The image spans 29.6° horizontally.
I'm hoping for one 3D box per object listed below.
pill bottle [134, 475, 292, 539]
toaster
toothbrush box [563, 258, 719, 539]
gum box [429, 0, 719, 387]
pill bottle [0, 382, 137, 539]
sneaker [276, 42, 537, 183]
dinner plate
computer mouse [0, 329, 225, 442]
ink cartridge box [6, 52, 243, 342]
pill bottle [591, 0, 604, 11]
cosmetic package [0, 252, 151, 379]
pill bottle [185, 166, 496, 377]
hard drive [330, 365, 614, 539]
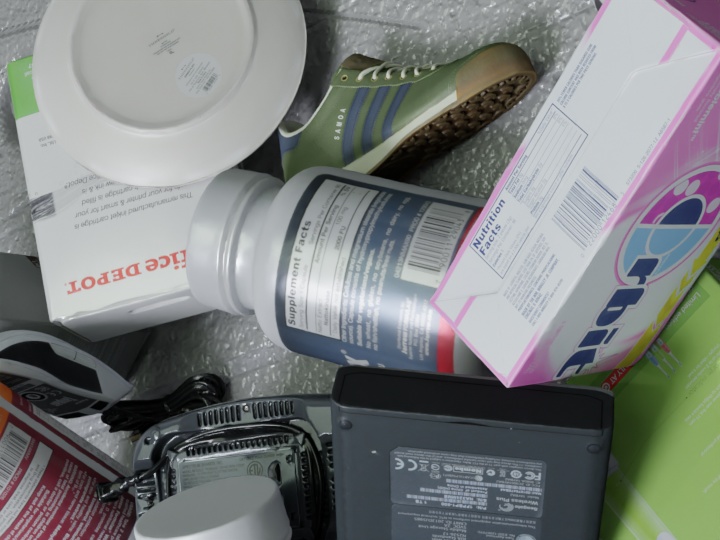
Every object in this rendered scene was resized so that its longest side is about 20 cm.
[{"bbox_3d":[-0.057,0.222,0.752,0.112,0.112,0.202,-7,102,36],"label":"pill bottle"},{"bbox_3d":[-0.053,0.143,0.871,0.198,0.129,0.115,-11,77,19],"label":"toaster"},{"bbox_3d":[0.206,0.112,0.725,0.146,0.086,0.200,-52,58,21],"label":"toothbrush box"},{"bbox_3d":[0.127,-0.034,0.658,0.066,0.113,0.201,48,122,32],"label":"gum box"},{"bbox_3d":[-0.203,0.164,0.901,0.109,0.200,0.110,-39,26,24],"label":"pill bottle"},{"bbox_3d":[0.017,-0.110,0.898,0.200,0.067,0.090,-35,71,32],"label":"sneaker"},{"bbox_3d":[-0.136,-0.155,0.947,0.198,0.024,0.202,-2,76,8],"label":"dinner plate"},{"bbox_3d":[-0.201,0.076,0.967,0.109,0.199,0.044,-19,60,38],"label":"computer mouse"},{"bbox_3d":[-0.159,-0.065,0.983,0.144,0.084,0.202,-15,74,5],"label":"ink cartridge box"},{"bbox_3d":[0.193,-0.152,0.746,0.111,0.110,0.201,-42,63,25],"label":"pill bottle"},{"bbox_3d":[-0.272,0.043,1.016,0.107,0.199,0.091,41,107,34],"label":"cosmetic package"},{"bbox_3d":[0.000,0.000,0.841,0.198,0.119,0.121,14,93,21],"label":"pill bottle"},{"bbox_3d":[0.056,0.139,0.727,0.138,0.033,0.201,5,129,7],"label":"hard drive"}]
